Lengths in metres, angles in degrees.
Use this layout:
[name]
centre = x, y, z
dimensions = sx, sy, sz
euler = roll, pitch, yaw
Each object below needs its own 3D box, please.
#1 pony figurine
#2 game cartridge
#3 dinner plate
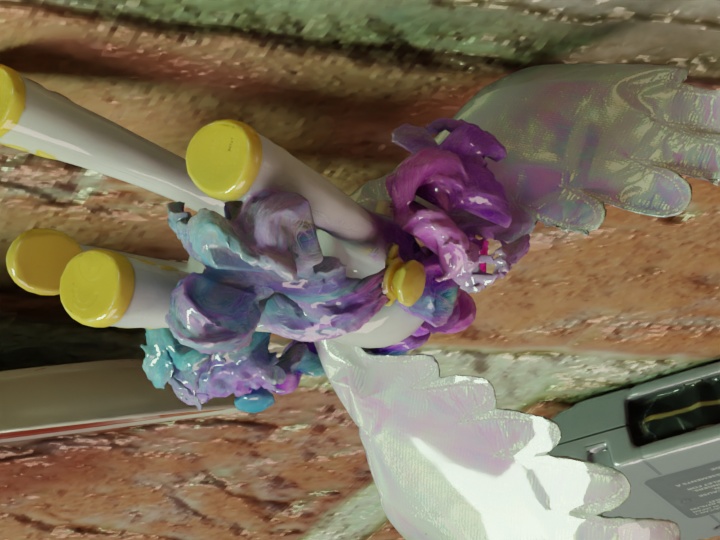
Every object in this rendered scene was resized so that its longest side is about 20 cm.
[pony figurine]
centre = 0.000, 0.000, 0.787
dimensions = 0.192, 0.168, 0.200
euler = 15, 179, 41
[game cartridge]
centre = 0.189, 0.066, 1.096
dimensions = 0.199, 0.041, 0.133
euler = -17, 151, 19
[dinner plate]
centre = -0.138, 0.051, 0.920
dimensions = 0.199, 0.024, 0.200
euler = -8, 176, -1
